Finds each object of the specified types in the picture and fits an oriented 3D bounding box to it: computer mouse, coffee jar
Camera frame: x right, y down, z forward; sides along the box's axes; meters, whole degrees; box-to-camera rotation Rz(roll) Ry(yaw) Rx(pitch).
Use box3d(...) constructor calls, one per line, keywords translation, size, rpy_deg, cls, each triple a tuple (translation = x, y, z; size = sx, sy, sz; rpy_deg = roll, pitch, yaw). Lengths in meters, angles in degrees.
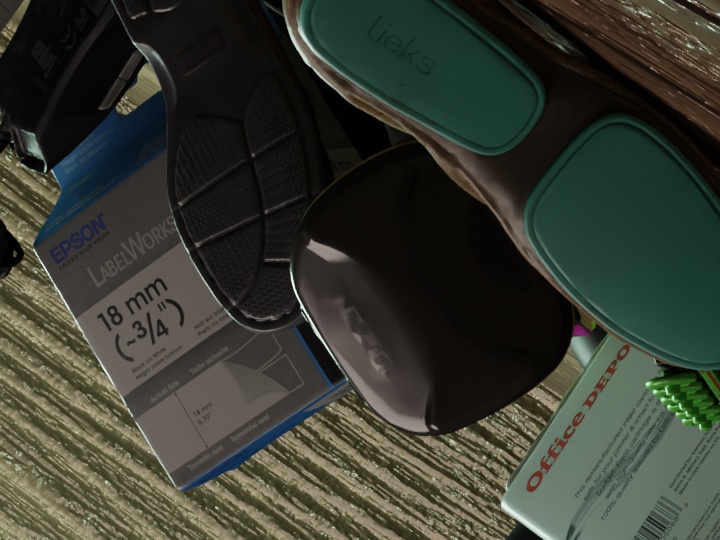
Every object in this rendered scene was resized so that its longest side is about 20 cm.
box3d(translation=(-0.148, -0.099, 1.008), size=(0.046, 0.200, 0.140), rpy_deg=(18, -165, -38), cls="computer mouse")
box3d(translation=(0.037, -0.004, 0.826), size=(0.104, 0.085, 0.200), rpy_deg=(56, -167, -2), cls="coffee jar")

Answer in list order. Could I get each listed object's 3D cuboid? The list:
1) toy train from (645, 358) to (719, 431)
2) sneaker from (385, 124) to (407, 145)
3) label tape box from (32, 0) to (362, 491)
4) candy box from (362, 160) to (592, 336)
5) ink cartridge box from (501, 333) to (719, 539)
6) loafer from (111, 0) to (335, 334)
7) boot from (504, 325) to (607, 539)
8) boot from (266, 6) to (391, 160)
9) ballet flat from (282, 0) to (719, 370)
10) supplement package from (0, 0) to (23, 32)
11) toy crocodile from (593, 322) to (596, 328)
box3d(translation=(0.165, 0.044, 0.985), size=(0.056, 0.042, 0.200), rpy_deg=(-11, 168, 12), cls="toy train")
box3d(translation=(0.005, -0.023, 1.243), size=(0.073, 0.112, 0.200), rpy_deg=(38, 178, 12), cls="sneaker")
box3d(translation=(-0.070, -0.022, 0.979), size=(0.200, 0.144, 0.063), rpy_deg=(58, -159, 7), cls="label tape box")
box3d(translation=(0.000, 0.000, 1.065), size=(0.200, 0.061, 0.136), rpy_deg=(-9, 158, 23), cls="candy box")
box3d(translation=(0.184, 0.118, 1.155), size=(0.083, 0.147, 0.200), rpy_deg=(35, 179, -28), cls="ink cartridge box")
box3d(translation=(-0.048, -0.070, 0.889), size=(0.063, 0.072, 0.200), rpy_deg=(4, -117, -64), cls="loafer")
box3d(translation=(0.130, 0.121, 1.298), size=(0.165, 0.200, 0.066), rpy_deg=(34, 178, 17), cls="boot")
box3d(translation=(-0.069, -0.114, 1.113), size=(0.200, 0.077, 0.138), rpy_deg=(50, 176, -27), cls="boot")
box3d(translation=(0.056, -0.046, 0.699), size=(0.200, 0.068, 0.072), rpy_deg=(36, -162, -15), cls="ballet flat")
box3d(translation=(-0.233, -0.150, 0.894), size=(0.152, 0.200, 0.151), rpy_deg=(35, 179, 11), cls="supplement package")
box3d(translation=(0.091, 0.005, 1.236), size=(0.200, 0.067, 0.062), rpy_deg=(-139, 38, -82), cls="toy crocodile")
